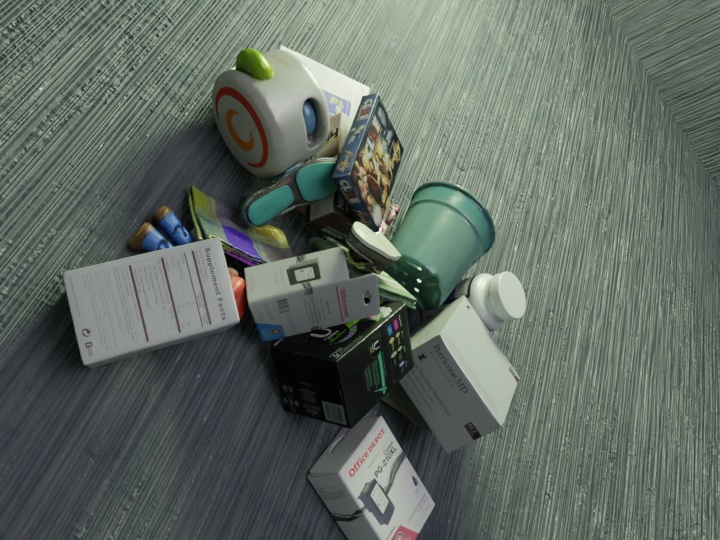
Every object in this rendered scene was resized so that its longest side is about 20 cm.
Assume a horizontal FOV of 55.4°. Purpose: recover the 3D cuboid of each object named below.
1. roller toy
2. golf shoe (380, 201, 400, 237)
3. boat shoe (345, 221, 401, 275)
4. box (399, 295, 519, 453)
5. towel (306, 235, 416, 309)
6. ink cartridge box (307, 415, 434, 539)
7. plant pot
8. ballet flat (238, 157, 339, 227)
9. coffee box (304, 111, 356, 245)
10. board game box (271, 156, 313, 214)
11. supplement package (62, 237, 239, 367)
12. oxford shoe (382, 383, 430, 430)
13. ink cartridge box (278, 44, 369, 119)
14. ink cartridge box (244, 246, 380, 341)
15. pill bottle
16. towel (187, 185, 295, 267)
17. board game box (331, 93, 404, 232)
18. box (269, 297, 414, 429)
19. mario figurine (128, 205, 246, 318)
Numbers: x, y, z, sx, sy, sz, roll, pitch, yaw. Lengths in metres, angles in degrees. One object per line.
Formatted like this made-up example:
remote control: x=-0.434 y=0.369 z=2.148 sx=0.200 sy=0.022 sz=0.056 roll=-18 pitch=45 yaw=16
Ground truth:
roller toy: x=-0.145 y=-0.261 z=1.138 sx=0.139 sy=0.199 sz=0.184 roll=-35 pitch=94 yaw=-30
golf shoe: x=0.014 y=-0.095 z=1.329 sx=0.092 sy=0.073 sz=0.201 roll=41 pitch=30 yaw=-11
boat shoe: x=0.014 y=-0.029 z=1.110 sx=0.072 sy=0.060 sz=0.201 roll=50 pitch=9 yaw=14
box: x=0.178 y=0.188 z=1.279 sx=0.201 sy=0.130 sz=0.200 roll=55 pitch=28 yaw=-2
towel: x=0.000 y=0.000 z=1.224 sx=0.151 sy=0.200 sz=0.024 roll=22 pitch=103 yaw=-39
ink cartridge box: x=0.022 y=0.374 z=1.165 sx=0.145 sy=0.083 sz=0.202 roll=-44 pitch=108 yaw=-45
plant pot: x=0.143 y=-0.038 z=1.374 sx=0.201 sy=0.198 sz=0.197 roll=51 pitch=54 yaw=-19
ballet flat: x=-0.116 y=-0.137 z=1.137 sx=0.197 sy=0.074 sz=0.075 roll=-25 pitch=94 yaw=-23
coffee box: x=-0.029 y=-0.164 z=1.245 sx=0.112 sy=0.079 sz=0.204 roll=25 pitch=60 yaw=-39
board game box: x=-0.085 y=-0.202 z=1.292 sx=0.151 sy=0.045 sz=0.204 roll=32 pitch=55 yaw=-35
supplement package: x=-0.273 y=0.043 z=0.904 sx=0.196 sy=0.117 sz=0.120 roll=-14 pitch=85 yaw=-21
oxford shoe: x=0.078 y=0.226 z=1.303 sx=0.200 sy=0.075 sz=0.058 roll=44 pitch=5 yaw=-15
ink cartridge box: x=-0.076 y=-0.334 z=1.279 sx=0.197 sy=0.037 sz=0.097 roll=20 pitch=66 yaw=-28
ink cartridge box: x=-0.073 y=0.035 z=1.074 sx=0.117 sy=0.196 sz=0.068 roll=82 pitch=-6 yaw=-53
pill bottle: x=0.231 y=0.073 z=1.405 sx=0.114 sy=0.198 sz=0.118 roll=17 pitch=64 yaw=-40
towel: x=-0.184 y=-0.057 z=1.101 sx=0.198 sy=0.023 sz=0.145 roll=27 pitch=25 yaw=-38
board game box: x=0.017 y=-0.186 z=1.188 sx=0.136 sy=0.034 sz=0.203 roll=57 pitch=40 yaw=-44
box: x=-0.025 y=0.142 z=1.135 sx=0.199 sy=0.146 sz=0.127 roll=-36 pitch=123 yaw=-46
mario figurine: x=-0.257 y=0.008 z=1.036 sx=0.123 sy=0.106 sz=0.200 roll=-42 pitch=101 yaw=0
